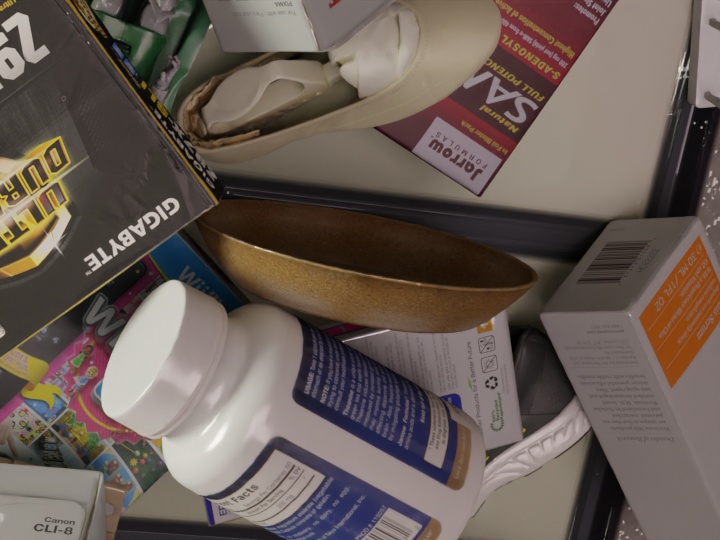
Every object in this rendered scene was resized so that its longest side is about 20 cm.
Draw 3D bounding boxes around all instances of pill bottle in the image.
[{"bbox_3d":[-0.038,0.087,1.274,0.199,0.111,0.111,30,98,-24],"label":"pill bottle"}]

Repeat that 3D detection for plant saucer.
[{"bbox_3d":[0.000,0.000,1.307,0.199,0.200,0.036,7,100,-20],"label":"plant saucer"}]

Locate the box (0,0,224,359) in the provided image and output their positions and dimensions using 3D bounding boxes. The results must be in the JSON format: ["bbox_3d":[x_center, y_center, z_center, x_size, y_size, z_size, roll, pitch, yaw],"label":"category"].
[{"bbox_3d":[-0.199,-0.047,1.246,0.199,0.049,0.160,-34,100,11],"label":"box"}]

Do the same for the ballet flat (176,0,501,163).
[{"bbox_3d":[-0.018,-0.109,1.292,0.199,0.070,0.070,-22,118,23],"label":"ballet flat"}]

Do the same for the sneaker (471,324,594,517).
[{"bbox_3d":[0.050,0.107,1.443,0.200,0.074,0.085,-36,110,-12],"label":"sneaker"}]

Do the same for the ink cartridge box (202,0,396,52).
[{"bbox_3d":[-0.039,-0.236,1.243,0.146,0.082,0.201,-42,122,-38],"label":"ink cartridge box"}]

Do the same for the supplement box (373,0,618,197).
[{"bbox_3d":[0.079,-0.157,1.355,0.108,0.061,0.201,31,99,-25],"label":"supplement box"}]

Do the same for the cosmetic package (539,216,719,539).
[{"bbox_3d":[0.197,0.076,1.448,0.102,0.071,0.201,-49,123,-37],"label":"cosmetic package"}]

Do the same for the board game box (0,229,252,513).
[{"bbox_3d":[-0.163,0.058,1.356,0.200,0.064,0.148,-43,116,0],"label":"board game box"}]

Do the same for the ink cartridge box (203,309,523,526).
[{"bbox_3d":[-0.005,0.078,1.361,0.199,0.037,0.095,-15,113,-14],"label":"ink cartridge box"}]

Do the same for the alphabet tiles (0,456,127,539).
[{"bbox_3d":[-0.236,0.184,1.361,0.166,0.008,0.201,13,124,-6],"label":"alphabet tiles"}]

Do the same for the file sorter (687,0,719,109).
[{"bbox_3d":[0.288,-0.185,1.376,0.138,0.125,0.201,-5,110,-16],"label":"file sorter"}]

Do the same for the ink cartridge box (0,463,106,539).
[{"bbox_3d":[-0.221,0.225,1.296,0.144,0.145,0.201,3,124,3],"label":"ink cartridge box"}]

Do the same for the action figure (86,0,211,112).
[{"bbox_3d":[-0.135,-0.118,1.285,0.117,0.055,0.201,19,93,-3],"label":"action figure"}]
